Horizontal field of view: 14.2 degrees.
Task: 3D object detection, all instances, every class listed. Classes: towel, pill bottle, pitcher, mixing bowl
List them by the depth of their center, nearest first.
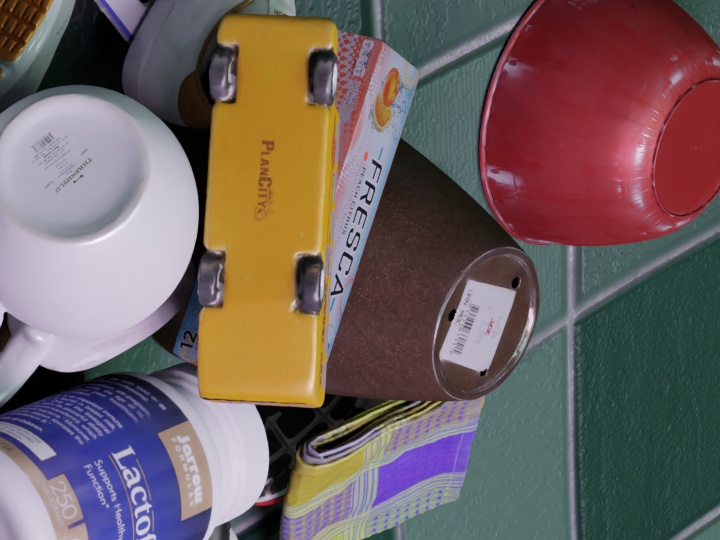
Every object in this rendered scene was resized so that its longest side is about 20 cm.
[{"bbox_3d":[-0.160,0.000,1.495,0.172,0.121,0.200,-46,168,-15],"label":"pitcher"},{"bbox_3d":[-0.148,0.121,1.586,0.200,0.116,0.116,-22,124,-49],"label":"pill bottle"},{"bbox_3d":[0.014,0.127,1.790,0.143,0.023,0.200,-26,157,-21],"label":"towel"},{"bbox_3d":[0.184,-0.095,1.938,0.200,0.108,0.201,-26,127,-39],"label":"mixing bowl"}]

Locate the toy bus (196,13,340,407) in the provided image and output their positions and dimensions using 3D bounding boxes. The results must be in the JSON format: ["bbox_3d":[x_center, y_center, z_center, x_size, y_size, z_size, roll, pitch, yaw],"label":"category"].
[{"bbox_3d":[-0.046,-0.030,1.517,0.078,0.065,0.201,36,57,-83],"label":"toy bus"}]

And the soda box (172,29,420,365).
[{"bbox_3d":[-0.034,-0.033,1.602,0.064,0.068,0.201,34,73,-65],"label":"soda box"}]

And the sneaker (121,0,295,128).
[{"bbox_3d":[-0.053,-0.168,1.581,0.073,0.085,0.200,20,93,-51],"label":"sneaker"}]

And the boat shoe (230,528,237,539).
[{"bbox_3d":[-0.103,0.239,1.814,0.071,0.070,0.201,-26,128,-61],"label":"boat shoe"}]

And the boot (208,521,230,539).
[{"bbox_3d":[-0.140,0.183,1.678,0.131,0.068,0.201,40,50,-52],"label":"boot"}]

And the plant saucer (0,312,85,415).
[{"bbox_3d":[-0.217,0.088,1.606,0.200,0.034,0.201,-25,122,-47],"label":"plant saucer"}]

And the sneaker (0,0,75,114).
[{"bbox_3d":[-0.207,-0.076,1.532,0.200,0.076,0.092,-56,149,-1],"label":"sneaker"}]

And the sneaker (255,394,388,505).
[{"bbox_3d":[0.007,0.091,1.806,0.200,0.077,0.085,-34,141,5],"label":"sneaker"}]

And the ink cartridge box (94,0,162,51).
[{"bbox_3d":[-0.096,-0.225,1.600,0.200,0.047,0.198,-52,140,-14],"label":"ink cartridge box"}]

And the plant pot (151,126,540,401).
[{"bbox_3d":[0.000,0.000,1.697,0.187,0.200,0.187,-25,126,-39],"label":"plant pot"}]
